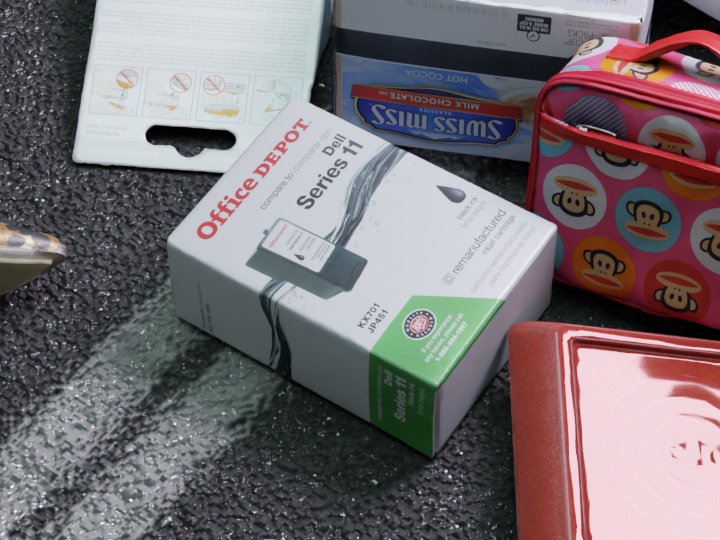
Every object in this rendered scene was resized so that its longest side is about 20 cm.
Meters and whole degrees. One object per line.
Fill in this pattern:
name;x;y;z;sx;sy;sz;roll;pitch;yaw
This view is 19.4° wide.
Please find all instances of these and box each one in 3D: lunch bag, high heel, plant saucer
lunch bag;0.203;-0.059;1.274;0.200;0.176;0.082;17;35;21
high heel;-0.281;-0.050;1.356;0.200;0.071;0.143;-3;55;7
plant saucer;0.189;0.113;1.216;0.199;0.037;0.200;7;53;-9

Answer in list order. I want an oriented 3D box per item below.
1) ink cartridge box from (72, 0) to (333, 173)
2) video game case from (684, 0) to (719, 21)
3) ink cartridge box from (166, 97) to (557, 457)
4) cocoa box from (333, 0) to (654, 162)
ink cartridge box;-0.104;-0.153;1.459;0.162;0.050;0.200;4;71;4
video game case;0.247;-0.252;1.479;0.200;0.024;0.182;31;50;5
ink cartridge box;0.000;0.000;1.301;0.200;0.083;0.147;27;58;20
cocoa box;0.090;-0.162;1.384;0.200;0.131;0.133;8;44;8
